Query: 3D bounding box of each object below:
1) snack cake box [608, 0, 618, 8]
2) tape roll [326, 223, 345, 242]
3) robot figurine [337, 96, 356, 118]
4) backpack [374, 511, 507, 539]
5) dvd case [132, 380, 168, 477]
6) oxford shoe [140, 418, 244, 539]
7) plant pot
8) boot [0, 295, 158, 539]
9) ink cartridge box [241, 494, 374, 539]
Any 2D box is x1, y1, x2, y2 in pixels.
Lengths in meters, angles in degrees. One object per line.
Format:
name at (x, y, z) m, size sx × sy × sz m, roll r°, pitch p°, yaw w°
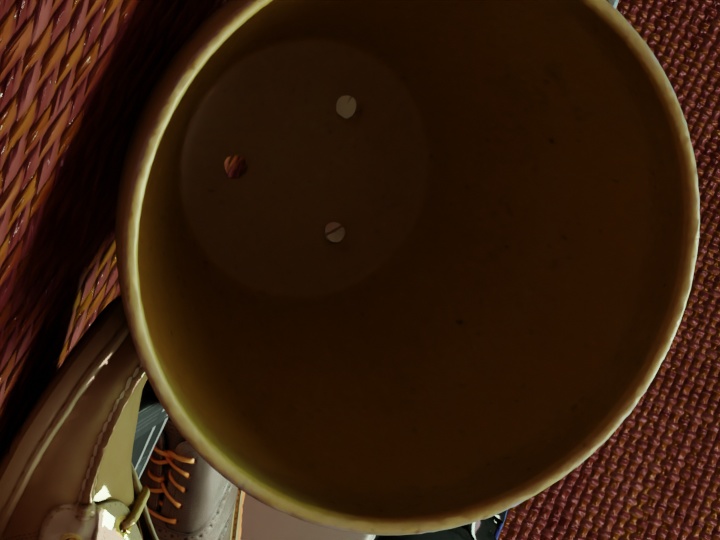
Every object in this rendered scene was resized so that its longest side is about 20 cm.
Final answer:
snack cake box at (0.081, -0.133, 1.539) m, size 0.200 × 0.115 × 0.067 m, roll -59°, pitch 173°, yaw -56°
tape roll at (0.000, 0.000, 1.080) m, size 0.203 × 0.037 × 0.203 m, roll -27°, pitch -173°, yaw 4°
robot figurine at (0.046, -0.141, 1.030) m, size 0.125 × 0.150 × 0.200 m, roll -101°, pitch -149°, yaw -64°
backpack at (-0.003, 0.134, 1.580) m, size 0.200 × 0.190 × 0.154 m, roll -62°, pitch -169°, yaw -26°
dvd case at (-0.141, 0.144, 1.053) m, size 0.200 × 0.025 × 0.150 m, roll -64°, pitch 176°, yaw 7°
oxford shoe at (-0.093, 0.104, 1.228) m, size 0.200 × 0.071 × 0.073 m, roll -68°, pitch 157°, yaw -8°
plant pot at (-0.001, -0.023, 0.866) m, size 0.200 × 0.200 × 0.142 m, roll -65°, pitch -159°, yaw 4°
boot at (-0.069, 0.122, 0.907) m, size 0.200 × 0.155 × 0.073 m, roll -66°, pitch 175°, yaw 18°
ink cartridge box at (-0.030, 0.087, 1.390) m, size 0.129 × 0.125 × 0.200 m, roll -43°, pitch 158°, yaw -79°
